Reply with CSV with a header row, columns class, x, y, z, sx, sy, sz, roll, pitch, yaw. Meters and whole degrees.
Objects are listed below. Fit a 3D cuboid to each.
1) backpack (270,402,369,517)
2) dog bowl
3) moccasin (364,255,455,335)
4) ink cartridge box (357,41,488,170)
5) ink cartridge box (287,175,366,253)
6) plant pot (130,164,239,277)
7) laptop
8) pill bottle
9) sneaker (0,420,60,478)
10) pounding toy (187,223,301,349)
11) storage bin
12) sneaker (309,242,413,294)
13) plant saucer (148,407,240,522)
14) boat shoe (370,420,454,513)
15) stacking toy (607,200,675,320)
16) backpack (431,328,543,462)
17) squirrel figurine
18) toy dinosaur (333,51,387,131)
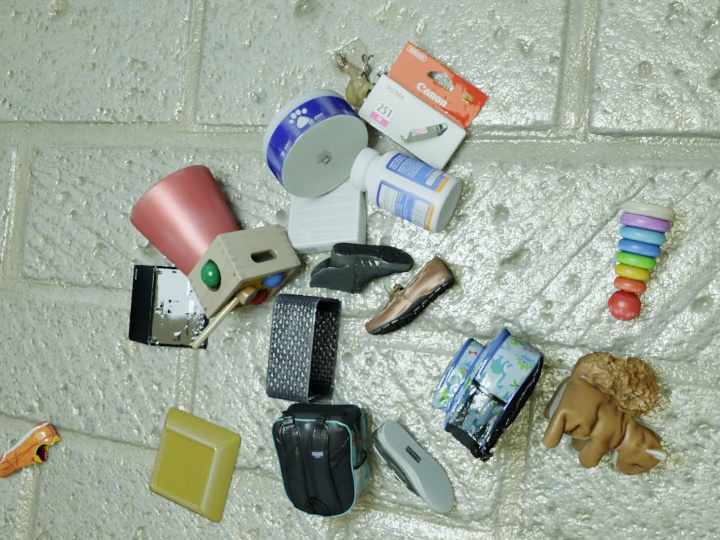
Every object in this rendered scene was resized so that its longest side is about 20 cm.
class,x,y,z,sx,sy,sz,roll,pitch,yaw
backpack,-0.068,0.357,1.161,0.173,0.153,0.203,-5,94,18
dog bowl,-0.085,-0.240,1.166,0.200,0.200,0.079,-43,62,12
moccasin,0.086,0.051,1.170,0.201,0.073,0.078,-43,65,16
ink cartridge box,0.122,-0.317,1.168,0.199,0.044,0.175,35,99,2
ink cartridge box,-0.067,-0.140,1.261,0.159,0.050,0.203,-5,67,20
plant pot,-0.354,-0.091,1.286,0.200,0.200,0.178,-39,85,13
laptop,-0.439,0.081,1.391,0.197,0.103,0.180,4,89,-6
pill bottle,0.083,-0.161,1.162,0.198,0.112,0.113,28,96,19
sneaker,-0.815,0.453,1.475,0.200,0.073,0.077,-41,85,16
pounding toy,-0.246,0.029,1.206,0.184,0.199,0.143,-42,73,40
storage bin,-0.111,0.151,1.200,0.092,0.135,0.203,6,89,19
sneaker,0.000,0.002,1.208,0.197,0.060,0.105,8,127,-6
plant saucer,-0.377,0.429,1.329,0.197,0.048,0.203,15,93,20
boat shoe,0.098,0.377,1.156,0.201,0.070,0.064,50,135,7
stacking toy,0.470,-0.013,1.039,0.084,0.085,0.203,14,99,20
backpack,0.220,0.198,1.055,0.146,0.183,0.201,35,93,17
squirrel figurine,0.424,0.240,1.007,0.185,0.141,0.202,28,99,12
toy dinosaur,0.011,-0.368,1.240,0.100,0.058,0.202,-28,74,32
